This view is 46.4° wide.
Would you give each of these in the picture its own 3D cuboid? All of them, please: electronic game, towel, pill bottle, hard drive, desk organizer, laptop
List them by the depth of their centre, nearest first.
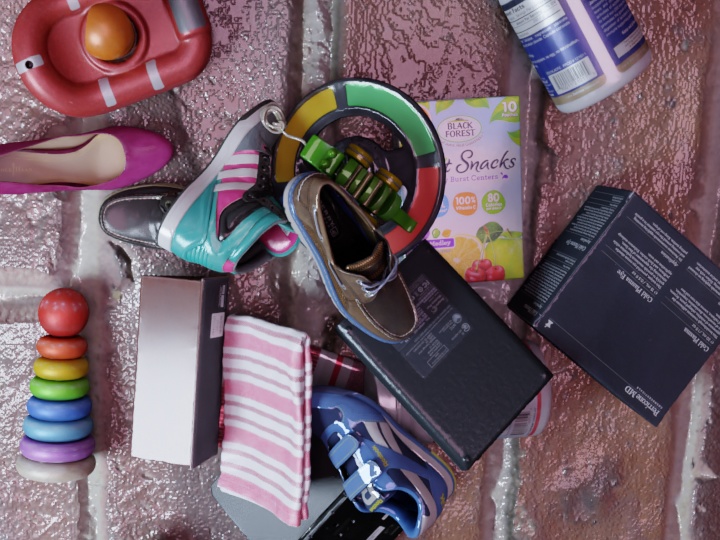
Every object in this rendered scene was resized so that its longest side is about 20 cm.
[{"bbox_3d":[0.088,0.087,0.887,0.139,0.033,0.200,-42,84,-13],"label":"hard drive"},{"bbox_3d":[0.217,-0.283,0.897,0.115,0.116,0.202,-33,102,-1],"label":"pill bottle"},{"bbox_3d":[-0.105,0.155,0.900,0.030,0.145,0.205,-3,97,-42],"label":"towel"},{"bbox_3d":[-0.004,-0.104,0.906,0.195,0.042,0.205,3,101,16],"label":"electronic game"},{"bbox_3d":[-0.199,0.106,0.927,0.075,0.072,0.205,5,93,13],"label":"desk organizer"},{"bbox_3d":[0.107,0.138,0.953,0.195,0.109,0.111,-2,100,-11],"label":"pill bottle"},{"bbox_3d":[-0.087,0.154,0.980,0.196,0.023,0.147,18,96,-10],"label":"towel"},{"bbox_3d":[-0.042,0.261,0.990,0.199,0.104,0.178,31,107,-39],"label":"laptop"}]

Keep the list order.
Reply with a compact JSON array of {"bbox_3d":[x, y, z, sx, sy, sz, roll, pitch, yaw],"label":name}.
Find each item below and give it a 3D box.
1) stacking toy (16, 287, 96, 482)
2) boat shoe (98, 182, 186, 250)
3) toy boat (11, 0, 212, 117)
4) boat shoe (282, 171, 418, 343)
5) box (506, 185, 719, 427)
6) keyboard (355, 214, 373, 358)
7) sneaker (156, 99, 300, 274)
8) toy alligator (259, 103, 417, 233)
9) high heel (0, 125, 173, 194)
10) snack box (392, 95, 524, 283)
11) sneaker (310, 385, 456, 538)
[{"bbox_3d":[-0.325,0.121,0.920,0.083,0.085,0.205,5,93,-8],"label":"stacking toy"},{"bbox_3d":[-0.186,-0.055,0.908,0.195,0.065,0.075,2,98,-9],"label":"boat shoe"},{"bbox_3d":[-0.249,-0.233,0.836,0.196,0.131,0.133,-22,101,-3],"label":"toy boat"},{"bbox_3d":[-0.002,-0.005,0.816,0.072,0.072,0.201,-44,110,-15],"label":"boat shoe"},{"bbox_3d":[0.306,0.038,0.969,0.199,0.104,0.183,38,92,-12],"label":"box"},{"bbox_3d":[0.000,0.000,0.970,0.055,0.011,0.204,-14,101,-5],"label":"keyboard"},{"bbox_3d":[-0.103,-0.075,0.858,0.119,0.084,0.202,31,67,5],"label":"sneaker"},{"bbox_3d":[-0.019,-0.100,0.844,0.199,0.054,0.060,37,88,-11],"label":"toy alligator"},{"bbox_3d":[-0.294,-0.109,0.869,0.195,0.096,0.069,-12,101,-5],"label":"high heel"},{"bbox_3d":[0.109,-0.089,0.947,0.139,0.053,0.205,-4,100,-6],"label":"snack box"},{"bbox_3d":[0.009,0.197,0.876,0.198,0.083,0.074,36,137,0],"label":"sneaker"}]
